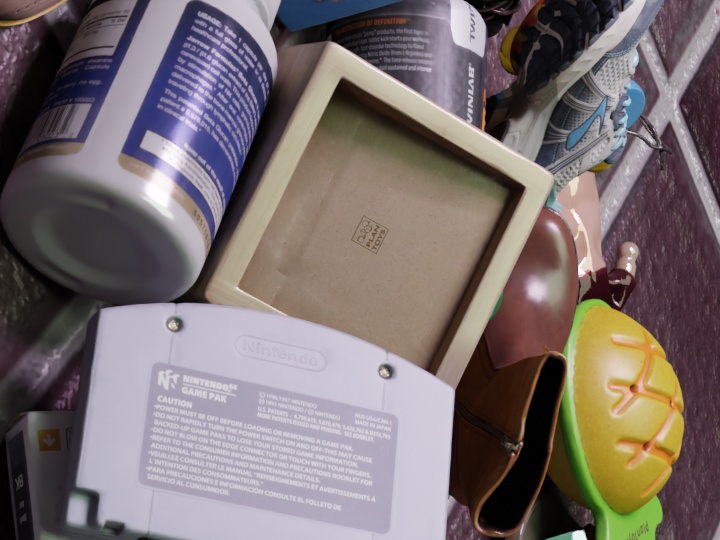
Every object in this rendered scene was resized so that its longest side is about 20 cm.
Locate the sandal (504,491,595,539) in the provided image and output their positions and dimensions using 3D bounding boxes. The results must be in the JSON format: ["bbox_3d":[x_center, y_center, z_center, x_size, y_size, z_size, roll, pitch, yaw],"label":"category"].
[{"bbox_3d":[0.162,0.220,1.564,0.200,0.054,0.082,48,47,-41],"label":"sandal"}]

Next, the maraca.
[{"bbox_3d":[0.175,0.119,1.528,0.137,0.107,0.201,-25,104,-57],"label":"maraca"}]

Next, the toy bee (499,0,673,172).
[{"bbox_3d":[0.144,-0.102,1.505,0.200,0.109,0.131,51,3,-34],"label":"toy bee"}]

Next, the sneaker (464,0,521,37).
[{"bbox_3d":[0.100,-0.199,1.433,0.074,0.200,0.107,-17,113,-20],"label":"sneaker"}]

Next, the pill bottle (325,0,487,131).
[{"bbox_3d":[0.028,-0.107,1.382,0.106,0.106,0.201,22,66,-52],"label":"pill bottle"}]

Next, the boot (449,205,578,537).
[{"bbox_3d":[0.088,0.050,1.243,0.200,0.068,0.189,130,-16,-88],"label":"boot"}]

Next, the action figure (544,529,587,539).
[{"bbox_3d":[0.068,0.226,1.418,0.199,0.055,0.119,7,87,-47],"label":"action figure"}]

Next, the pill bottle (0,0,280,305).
[{"bbox_3d":[-0.108,-0.090,1.172,0.111,0.111,0.201,51,45,-38],"label":"pill bottle"}]

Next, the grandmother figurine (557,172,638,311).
[{"bbox_3d":[0.159,0.002,1.606,0.121,0.060,0.201,-9,95,-29],"label":"grandmother figurine"}]

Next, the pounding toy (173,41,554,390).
[{"bbox_3d":[0.000,0.000,1.253,0.199,0.142,0.185,29,83,-20],"label":"pounding toy"}]

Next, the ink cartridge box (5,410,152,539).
[{"bbox_3d":[-0.073,0.168,1.119,0.197,0.043,0.201,0,68,-24],"label":"ink cartridge box"}]

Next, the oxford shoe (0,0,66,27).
[{"bbox_3d":[-0.179,-0.162,1.114,0.200,0.073,0.072,-24,103,-55],"label":"oxford shoe"}]

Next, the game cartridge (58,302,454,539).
[{"bbox_3d":[-0.049,0.088,1.119,0.199,0.042,0.134,14,60,-17],"label":"game cartridge"}]

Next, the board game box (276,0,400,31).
[{"bbox_3d":[0.043,-0.257,1.350,0.056,0.199,0.196,47,47,-36],"label":"board game box"}]

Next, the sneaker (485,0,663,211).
[{"bbox_3d":[0.141,-0.115,1.404,0.086,0.200,0.078,21,35,-24],"label":"sneaker"}]
